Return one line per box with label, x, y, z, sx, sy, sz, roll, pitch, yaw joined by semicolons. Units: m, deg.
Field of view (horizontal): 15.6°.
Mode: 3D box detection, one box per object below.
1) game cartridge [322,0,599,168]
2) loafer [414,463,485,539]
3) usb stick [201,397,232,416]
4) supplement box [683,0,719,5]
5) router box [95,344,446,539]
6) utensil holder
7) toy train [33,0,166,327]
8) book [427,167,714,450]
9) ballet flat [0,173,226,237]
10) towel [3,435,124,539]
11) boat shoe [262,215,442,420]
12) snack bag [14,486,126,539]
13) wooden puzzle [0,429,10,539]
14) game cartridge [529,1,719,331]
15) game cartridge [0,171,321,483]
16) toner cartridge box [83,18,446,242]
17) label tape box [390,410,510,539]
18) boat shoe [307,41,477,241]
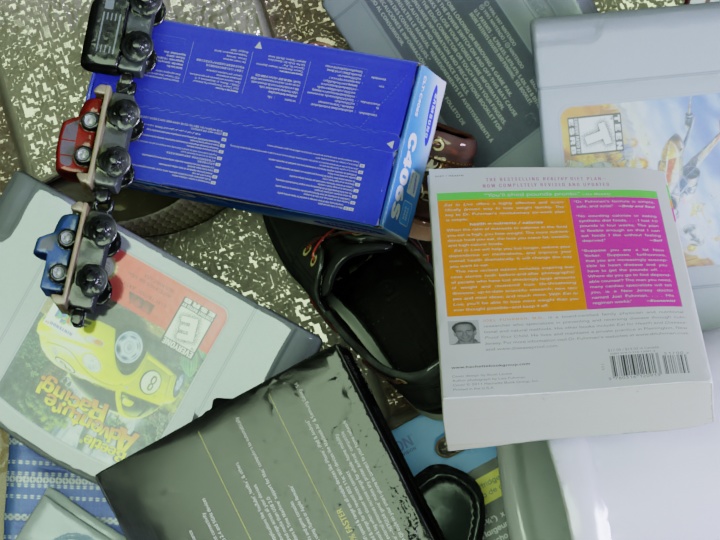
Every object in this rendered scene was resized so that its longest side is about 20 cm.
game cartridge;0.068;-0.136;1.534;0.133;0.041;0.201;-37;80;24
loafer;0.014;0.200;1.434;0.068;0.070;0.201;27;84;0
usb stick;-0.070;0.171;1.440;0.055;0.033;0.201;5;92;-14
supplement box;0.206;-0.053;1.515;0.108;0.061;0.201;19;85;8
router box;-0.029;0.160;1.380;0.149;0.051;0.201;-27;82;5
utensil holder;0.186;0.112;1.387;0.199;0.170;0.171;-12;82;-9
toy train;-0.146;-0.068;1.453;0.046;0.034;0.201;9;77;2
book;0.104;0.014;1.357;0.133;0.200;0.048;-4;123;3
ballet flat;-0.145;-0.047;1.544;0.199;0.046;0.068;-22;57;-7
towel;-0.132;0.128;1.508;0.144;0.024;0.201;3;83;0
boat shoe;0.002;-0.002;1.505;0.074;0.063;0.202;-38;57;-1
snack bag;-0.141;0.251;1.478;0.199;0.021;0.189;30;86;7
wooden puzzle;-0.171;0.105;1.549;0.199;0.046;0.186;2;84;2
game cartridge;0.168;-0.047;1.466;0.132;0.042;0.201;-6;86;8
game cartridge;-0.139;0.049;1.481;0.199;0.041;0.134;28;90;2
toner cartridge box;-0.059;-0.081;1.474;0.199;0.043;0.096;12;85;24
label tape box;0.103;0.161;1.499;0.144;0.063;0.201;-28;80;2
boat shoe;-0.020;-0.096;1.525;0.199;0.070;0.071;30;115;16
